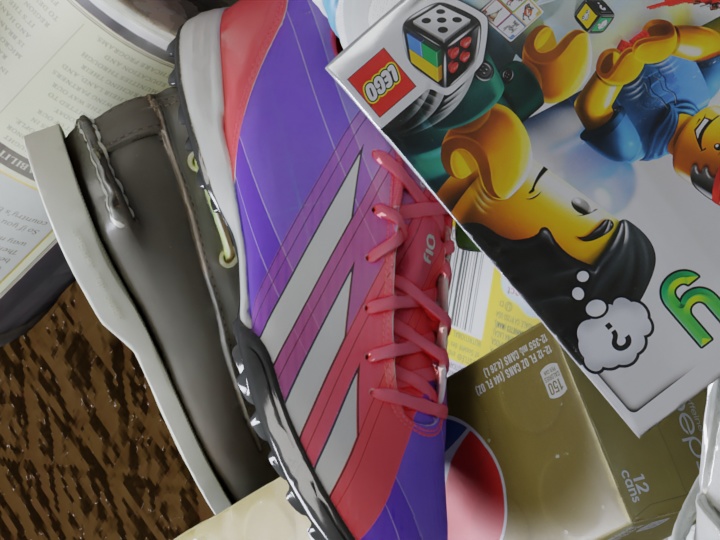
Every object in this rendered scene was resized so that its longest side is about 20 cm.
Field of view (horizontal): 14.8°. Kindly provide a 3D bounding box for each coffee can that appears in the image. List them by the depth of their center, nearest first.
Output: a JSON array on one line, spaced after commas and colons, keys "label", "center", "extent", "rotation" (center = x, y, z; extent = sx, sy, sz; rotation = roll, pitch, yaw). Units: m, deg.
[{"label": "coffee can", "center": [-0.116, -0.081, 0.987], "extent": [0.200, 0.146, 0.147], "rotation": [-40, 67, 40]}]

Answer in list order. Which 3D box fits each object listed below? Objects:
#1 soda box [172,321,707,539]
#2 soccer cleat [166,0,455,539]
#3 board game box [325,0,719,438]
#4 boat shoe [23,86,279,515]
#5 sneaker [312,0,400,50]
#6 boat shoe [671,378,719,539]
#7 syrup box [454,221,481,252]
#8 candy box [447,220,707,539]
[{"label": "soda box", "center": [0.028, 0.079, 0.886], "extent": [0.200, 0.064, 0.068], "rotation": [-34, 72, 44]}, {"label": "soccer cleat", "center": [0.000, 0.000, 0.831], "extent": [0.073, 0.068, 0.200], "rotation": [-23, 66, 17]}, {"label": "board game box", "center": [0.106, -0.067, 0.688], "extent": [0.200, 0.035, 0.126], "rotation": [-40, 93, 20]}, {"label": "boat shoe", "center": [-0.049, 0.019, 0.941], "extent": [0.072, 0.060, 0.202], "rotation": [-115, -1, -46]}, {"label": "sneaker", "center": [0.085, -0.088, 0.751], "extent": [0.200, 0.075, 0.087], "rotation": [-26, 62, 14]}, {"label": "boat shoe", "center": [0.118, 0.090, 0.765], "extent": [0.075, 0.086, 0.202], "rotation": [14, 130, 38]}, {"label": "syrup box", "center": [0.124, -0.041, 0.800], "extent": [0.200, 0.081, 0.079], "rotation": [7, 101, 45]}, {"label": "candy box", "center": [0.066, 0.042, 0.905], "extent": [0.200, 0.026, 0.102], "rotation": [23, 114, 41]}]
